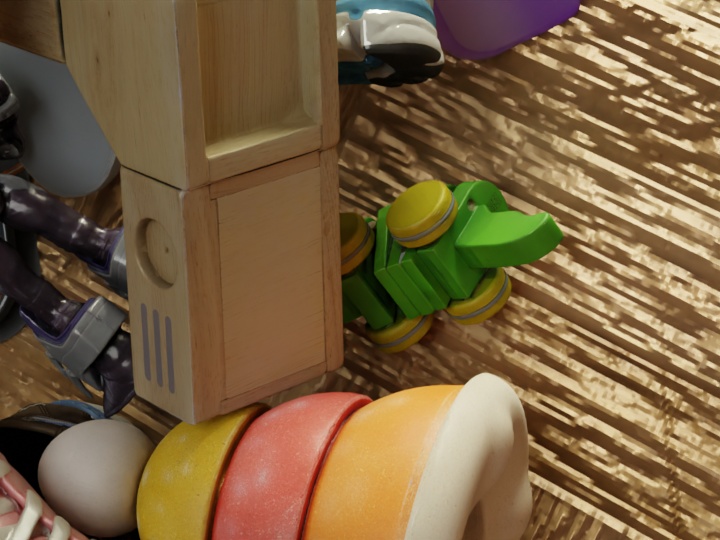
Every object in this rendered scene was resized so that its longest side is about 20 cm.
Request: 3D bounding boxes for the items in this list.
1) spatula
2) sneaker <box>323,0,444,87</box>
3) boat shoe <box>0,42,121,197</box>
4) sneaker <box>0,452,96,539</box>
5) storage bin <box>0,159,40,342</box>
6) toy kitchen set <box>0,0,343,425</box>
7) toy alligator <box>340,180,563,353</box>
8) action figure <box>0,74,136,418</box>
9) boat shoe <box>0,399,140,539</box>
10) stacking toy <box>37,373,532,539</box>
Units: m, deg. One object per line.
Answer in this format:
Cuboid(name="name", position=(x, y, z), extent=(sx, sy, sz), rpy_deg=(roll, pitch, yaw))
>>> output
Cuboid(name="spatula", position=(0.121, -0.131, 0.890), extent=(0.200, 0.057, 0.021), rpy_deg=(-13, 43, 20))
Cuboid(name="sneaker", position=(-0.030, -0.121, 0.936), extent=(0.200, 0.075, 0.087), rpy_deg=(-2, 80, 51))
Cuboid(name="boat shoe", position=(-0.143, -0.137, 1.019), extent=(0.070, 0.066, 0.200), rpy_deg=(-13, 97, 23))
Cuboid(name="sneaker", position=(-0.116, 0.122, 0.844), extent=(0.200, 0.075, 0.105), rpy_deg=(54, 137, -4))
Cuboid(name="storage bin", position=(-0.242, -0.061, 1.030), extent=(0.145, 0.134, 0.201), rpy_deg=(-14, 80, 27))
Cuboid(name="toy kitchen set", position=(-0.133, -0.048, 0.880), extent=(0.200, 0.163, 0.181), rpy_deg=(23, 123, 45))
Cuboid(name="toy alligator", position=(0.000, 0.000, 0.941), extent=(0.200, 0.059, 0.054), rpy_deg=(-20, 33, 29))
Cuboid(name="action figure", position=(-0.168, -0.022, 0.961), extent=(0.200, 0.069, 0.130), rpy_deg=(36, 69, -9))
Cuboid(name="boat shoe", position=(-0.090, 0.121, 0.963), extent=(0.200, 0.072, 0.072), rpy_deg=(24, 97, 28))
Cuboid(name="stacking toy", position=(-0.040, 0.096, 0.877), extent=(0.200, 0.146, 0.147), rpy_deg=(12, 91, 16))
